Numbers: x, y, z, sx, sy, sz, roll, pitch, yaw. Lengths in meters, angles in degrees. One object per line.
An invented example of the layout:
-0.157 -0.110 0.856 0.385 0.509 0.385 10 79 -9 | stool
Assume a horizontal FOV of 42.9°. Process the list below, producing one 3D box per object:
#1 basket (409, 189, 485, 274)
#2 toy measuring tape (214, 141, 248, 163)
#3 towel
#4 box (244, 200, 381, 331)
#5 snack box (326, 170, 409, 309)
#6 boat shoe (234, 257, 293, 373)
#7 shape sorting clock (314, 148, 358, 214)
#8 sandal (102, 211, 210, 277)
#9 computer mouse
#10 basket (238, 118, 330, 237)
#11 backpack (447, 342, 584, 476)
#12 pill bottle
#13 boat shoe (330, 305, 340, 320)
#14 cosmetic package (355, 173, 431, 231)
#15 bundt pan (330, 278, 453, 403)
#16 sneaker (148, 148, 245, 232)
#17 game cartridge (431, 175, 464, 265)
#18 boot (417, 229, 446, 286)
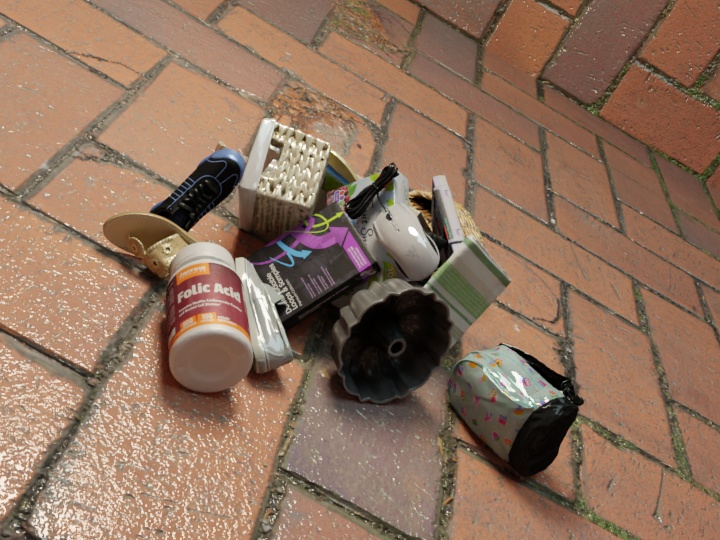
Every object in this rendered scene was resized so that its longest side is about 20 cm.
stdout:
0.131 -0.064 1.772 0.147 0.144 0.201 4 40 -42 | basket
-0.183 -0.205 1.751 0.197 0.074 0.074 24 30 -16 | toy measuring tape
0.149 0.049 1.529 0.149 0.200 0.031 42 3 -42 | towel
-0.086 -0.003 1.437 0.144 0.198 0.036 55 -3 33 | box
0.011 -0.052 1.493 0.053 0.140 0.203 33 49 -49 | snack box
-0.144 0.063 1.366 0.070 0.071 0.203 -8 52 -15 | boat shoe
-0.070 -0.156 1.669 0.199 0.201 0.039 36 57 5 | shape sorting clock
-0.281 -0.019 1.370 0.209 0.078 0.070 22 30 -31 | sandal
0.055 -0.071 1.410 0.201 0.109 0.044 56 4 33 | computer mouse
-0.128 -0.141 1.528 0.121 0.200 0.138 17 73 -2 | basket
0.237 0.208 1.465 0.125 0.169 0.200 -5 40 -40 | backpack
-0.213 0.059 1.276 0.113 0.115 0.202 17 33 -26 | pill bottle
0.000 0.000 1.558 0.065 0.070 0.203 17 70 6 | boat shoe
0.029 -0.107 1.728 0.198 0.074 0.104 31 -9 27 | cosmetic package
0.040 0.099 1.400 0.199 0.205 0.076 11 22 -33 | bundt pan
-0.256 -0.104 1.405 0.070 0.199 0.078 44 21 -23 | sneaker
0.155 -0.057 1.624 0.038 0.131 0.202 -10 48 -1 | game cartridge
0.107 0.015 1.571 0.078 0.161 0.210 14 -6 37 | boot
